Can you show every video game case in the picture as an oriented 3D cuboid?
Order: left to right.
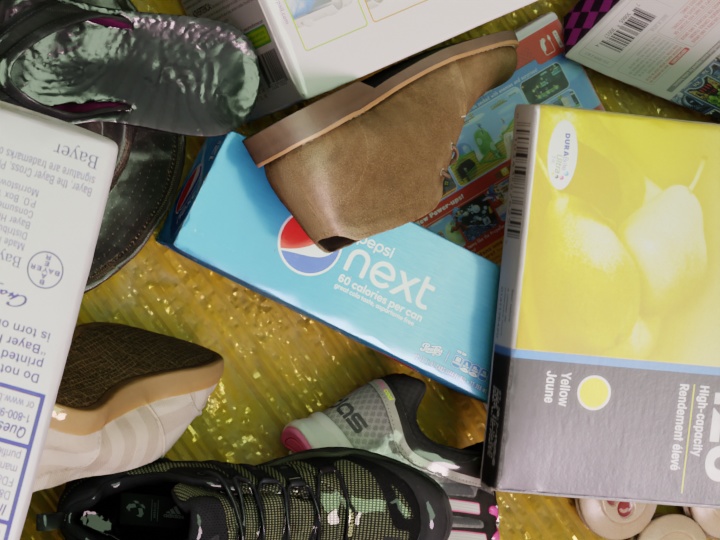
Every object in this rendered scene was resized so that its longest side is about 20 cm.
[{"bbox_3d":[0.094,-0.021,1.347,0.143,0.017,0.200,-31,99,-20],"label":"video game case"},{"bbox_3d":[0.236,-0.151,1.312,0.181,0.200,0.036,18,50,-23],"label":"video game case"}]

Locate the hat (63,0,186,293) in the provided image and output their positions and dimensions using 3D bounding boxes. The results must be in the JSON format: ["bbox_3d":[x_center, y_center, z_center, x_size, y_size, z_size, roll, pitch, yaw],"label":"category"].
[{"bbox_3d":[-0.171,-0.081,1.215,0.200,0.081,0.201,1,87,-20],"label":"hat"}]

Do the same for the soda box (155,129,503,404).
[{"bbox_3d":[0.000,0.000,1.273,0.200,0.064,0.068,27,87,-13],"label":"soda box"}]

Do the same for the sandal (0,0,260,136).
[{"bbox_3d":[-0.135,-0.099,1.163,0.200,0.048,0.076,-3,93,-29],"label":"sandal"}]

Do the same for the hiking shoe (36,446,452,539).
[{"bbox_3d":[-0.056,0.129,1.205,0.199,0.101,0.076,0,98,7],"label":"hiking shoe"}]

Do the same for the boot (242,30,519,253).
[{"bbox_3d":[0.023,-0.067,1.247,0.200,0.074,0.076,-32,94,-46],"label":"boot"}]

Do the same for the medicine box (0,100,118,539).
[{"bbox_3d":[-0.195,0.033,1.054,0.103,0.182,0.200,17,80,-18],"label":"medicine box"}]

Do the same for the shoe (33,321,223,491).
[{"bbox_3d":[-0.126,0.065,1.189,0.070,0.200,0.053,22,103,16],"label":"shoe"}]

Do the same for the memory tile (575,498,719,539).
[{"bbox_3d":[0.190,0.107,1.366,0.153,0.017,0.200,-44,109,-18],"label":"memory tile"}]

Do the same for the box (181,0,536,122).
[{"bbox_3d":[0.017,-0.163,1.275,0.200,0.112,0.102,-25,95,-21],"label":"box"}]

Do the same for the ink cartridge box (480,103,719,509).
[{"bbox_3d":[0.168,0.022,1.259,0.200,0.047,0.198,5,91,-11],"label":"ink cartridge box"}]

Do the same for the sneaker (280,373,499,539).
[{"bbox_3d":[0.051,0.135,1.292,0.087,0.074,0.200,-41,96,-12],"label":"sneaker"}]
